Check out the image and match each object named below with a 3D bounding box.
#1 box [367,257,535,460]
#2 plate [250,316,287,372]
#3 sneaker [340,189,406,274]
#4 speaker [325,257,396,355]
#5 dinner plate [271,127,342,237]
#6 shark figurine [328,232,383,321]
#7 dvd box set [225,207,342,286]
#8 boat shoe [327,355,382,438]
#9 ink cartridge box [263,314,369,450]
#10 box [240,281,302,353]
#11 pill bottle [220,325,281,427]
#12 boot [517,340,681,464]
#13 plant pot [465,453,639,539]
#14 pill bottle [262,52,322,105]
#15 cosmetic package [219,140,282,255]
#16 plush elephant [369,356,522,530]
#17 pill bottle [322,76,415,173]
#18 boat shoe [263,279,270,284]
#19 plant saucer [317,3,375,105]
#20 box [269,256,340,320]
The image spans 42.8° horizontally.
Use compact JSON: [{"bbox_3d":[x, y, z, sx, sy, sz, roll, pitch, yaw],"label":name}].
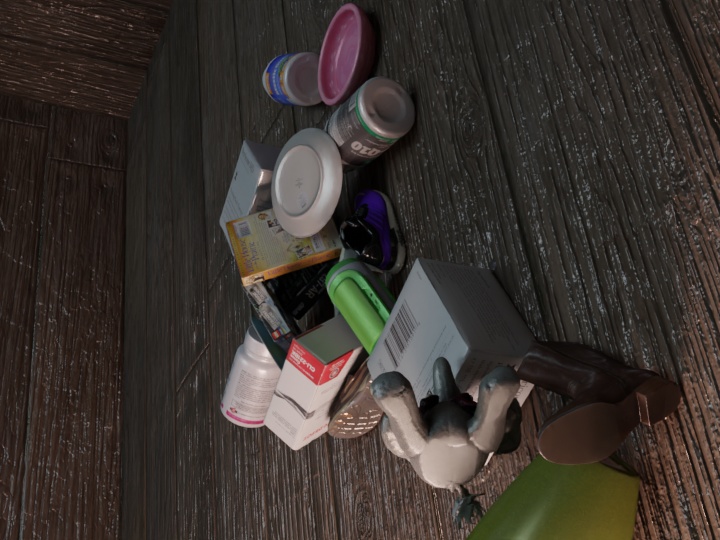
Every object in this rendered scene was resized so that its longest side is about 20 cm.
[{"bbox_3d":[0.125,0.125,1.257,0.200,0.130,0.201,-66,30,29],"label":"box"},{"bbox_3d":[-0.149,0.167,1.802,0.025,0.201,0.200,-35,33,-1],"label":"plate"},{"bbox_3d":[0.008,-0.081,1.598,0.070,0.099,0.201,-61,33,32],"label":"sneaker"},{"bbox_3d":[0.019,0.071,1.501,0.200,0.088,0.089,54,132,35],"label":"speaker"},{"bbox_3d":[-0.107,-0.161,1.672,0.199,0.024,0.202,-4,84,46],"label":"dinner plate"},{"bbox_3d":[-0.005,0.015,1.634,0.128,0.089,0.217,63,-142,-76],"label":"shark figurine"},{"bbox_3d":[-0.143,-0.059,1.723,0.030,0.198,0.147,81,168,-52],"label":"dvd box set"},{"bbox_3d":[0.007,0.210,1.560,0.200,0.074,0.074,-51,28,33],"label":"boat shoe"},{"bbox_3d":[-0.073,0.194,1.602,0.083,0.144,0.201,35,123,23],"label":"ink cartridge box"},{"bbox_3d":[-0.153,0.101,1.763,0.137,0.040,0.200,56,179,24],"label":"box"},{"bbox_3d":[-0.223,0.225,1.971,0.114,0.112,0.202,55,131,55],"label":"pill bottle"},{"bbox_3d":[0.218,0.134,1.015,0.200,0.185,0.065,27,126,60],"label":"boot"},{"bbox_3d":[0.214,0.287,0.992,0.201,0.186,0.187,-66,28,6],"label":"plant pot"},{"bbox_3d":[-0.148,-0.420,2.017,0.200,0.111,0.113,22,102,63],"label":"pill bottle"},{"bbox_3d":[-0.182,-0.140,1.939,0.201,0.165,0.168,-69,28,22],"label":"cosmetic package"},{"bbox_3d":[0.107,0.177,1.081,0.155,0.163,0.202,-88,-12,-70],"label":"plush elephant"},{"bbox_3d":[0.004,-0.255,1.648,0.200,0.112,0.114,-31,55,59],"label":"pill bottle"},{"bbox_3d":[-0.161,-0.063,1.797,0.201,0.070,0.070,-58,-1,-22],"label":"boat shoe"},{"bbox_3d":[-0.025,-0.427,1.834,0.200,0.050,0.203,-30,56,60],"label":"plant saucer"},{"bbox_3d":[-0.110,-0.016,1.814,0.160,0.043,0.200,-47,34,7],"label":"box"}]
